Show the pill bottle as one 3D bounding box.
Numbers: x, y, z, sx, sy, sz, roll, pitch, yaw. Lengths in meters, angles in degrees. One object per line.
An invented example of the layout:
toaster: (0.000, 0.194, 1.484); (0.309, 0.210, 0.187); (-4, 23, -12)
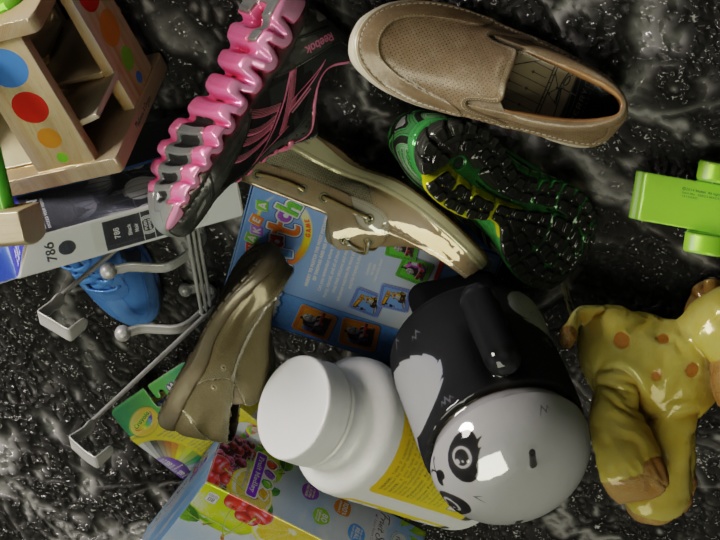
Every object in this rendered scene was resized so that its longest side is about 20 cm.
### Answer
pill bottle: (0.018, 0.131, 1.726); (0.111, 0.112, 0.199); (-30, 144, 35)

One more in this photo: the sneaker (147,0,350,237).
sneaker: (-0.074, -0.103, 1.559); (0.095, 0.079, 0.201); (32, 90, -33)

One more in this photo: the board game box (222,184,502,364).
board game box: (0.000, 0.000, 1.709); (0.199, 0.037, 0.152); (17, 134, -2)

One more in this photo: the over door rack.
over door rack: (-0.183, 0.024, 1.677); (0.066, 0.200, 0.148); (15, 137, 22)

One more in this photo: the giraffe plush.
giraffe plush: (0.254, 0.075, 1.651); (0.161, 0.172, 0.201); (-19, 90, 17)

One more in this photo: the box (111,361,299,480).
box: (-0.104, 0.148, 1.868); (0.200, 0.049, 0.117); (39, 130, -23)

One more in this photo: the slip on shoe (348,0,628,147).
slip on shoe: (0.091, -0.136, 1.521); (0.199, 0.076, 0.061); (22, 177, -8)

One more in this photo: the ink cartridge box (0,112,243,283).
ink cartridge box: (-0.194, -0.054, 1.615); (0.199, 0.100, 0.039); (-18, 132, -9)

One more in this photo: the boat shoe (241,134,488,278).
boat shoe: (0.000, -0.043, 1.613); (0.199, 0.065, 0.072); (31, 178, 7)

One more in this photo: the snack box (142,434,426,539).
snack box: (-0.071, 0.243, 1.870); (0.199, 0.068, 0.169); (29, 134, -11)

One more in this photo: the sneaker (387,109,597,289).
sneaker: (0.099, -0.059, 1.612); (0.078, 0.085, 0.200); (-49, 126, 0)

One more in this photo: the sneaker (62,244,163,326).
sneaker: (-0.220, -0.017, 1.729); (0.066, 0.079, 0.201); (-10, 129, 21)

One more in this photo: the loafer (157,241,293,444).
loafer: (-0.093, 0.059, 1.706); (0.067, 0.076, 0.200); (27, 130, -5)

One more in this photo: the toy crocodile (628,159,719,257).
toy crocodile: (0.292, -0.041, 1.577); (0.199, 0.062, 0.068); (5, 94, 14)

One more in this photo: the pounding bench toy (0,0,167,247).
pounding bench toy: (-0.246, -0.132, 1.544); (0.123, 0.201, 0.156); (-10, 129, 24)

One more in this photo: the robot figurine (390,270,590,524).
robot figurine: (0.090, 0.092, 1.603); (0.125, 0.201, 0.150); (-38, 134, 18)
